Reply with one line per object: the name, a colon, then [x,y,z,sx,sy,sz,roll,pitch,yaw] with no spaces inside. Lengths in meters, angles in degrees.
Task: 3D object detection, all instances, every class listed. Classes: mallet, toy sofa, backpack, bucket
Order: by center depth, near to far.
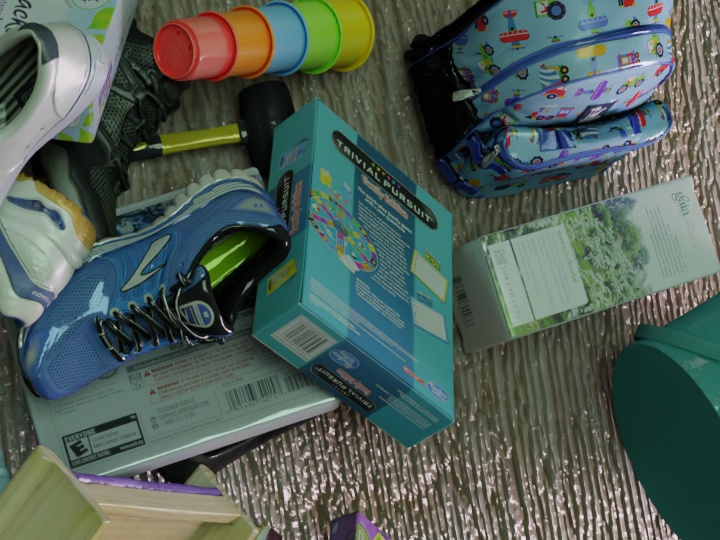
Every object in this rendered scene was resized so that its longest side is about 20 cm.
toy sofa: [-0.158,0.155,1.025,0.098,0.200,0.083,44,100,25]
mallet: [-0.134,-0.082,1.188,0.198,0.041,0.067,-18,81,-20]
bucket: [0.288,0.108,1.225,0.134,0.207,0.209,-22,86,-18]
backpack: [0.151,-0.147,1.226,0.180,0.200,0.136,-11,82,-24]

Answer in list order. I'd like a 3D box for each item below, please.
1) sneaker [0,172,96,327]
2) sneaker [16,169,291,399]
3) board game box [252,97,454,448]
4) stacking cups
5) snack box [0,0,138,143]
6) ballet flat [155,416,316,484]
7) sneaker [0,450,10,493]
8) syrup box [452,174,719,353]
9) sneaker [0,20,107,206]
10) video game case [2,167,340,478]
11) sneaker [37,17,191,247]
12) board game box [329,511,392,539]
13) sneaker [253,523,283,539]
sneaker: [-0.265,-0.033,1.042,0.198,0.075,0.089,23,75,25]
sneaker: [-0.129,0.015,1.051,0.199,0.089,0.079,-38,128,-10]
board game box: [0.000,0.000,1.143,0.151,0.047,0.202,39,35,-30]
stacking cups: [-0.070,-0.159,1.172,0.199,0.060,0.061,-20,85,-51]
snack box: [-0.225,-0.168,1.086,0.140,0.053,0.201,7,41,-1]
ballet flat: [-0.060,0.081,1.156,0.199,0.069,0.068,-38,80,-25]
sneaker: [-0.243,0.156,1.072,0.081,0.074,0.203,6,84,-28]
syrup box: [0.168,-0.005,1.264,0.198,0.081,0.080,-16,86,-25]
sneaker: [-0.235,-0.073,0.968,0.200,0.071,0.073,-48,69,13]
video game case: [-0.135,0.038,1.116,0.198,0.023,0.184,-17,69,-10]
sneaker: [-0.165,-0.096,1.124,0.113,0.077,0.201,-10,60,-6]
board game box: [0.015,0.276,1.099,0.120,0.032,0.202,49,34,-39]
sneaker: [-0.070,0.257,1.081,0.090,0.075,0.201,35,36,-12]
